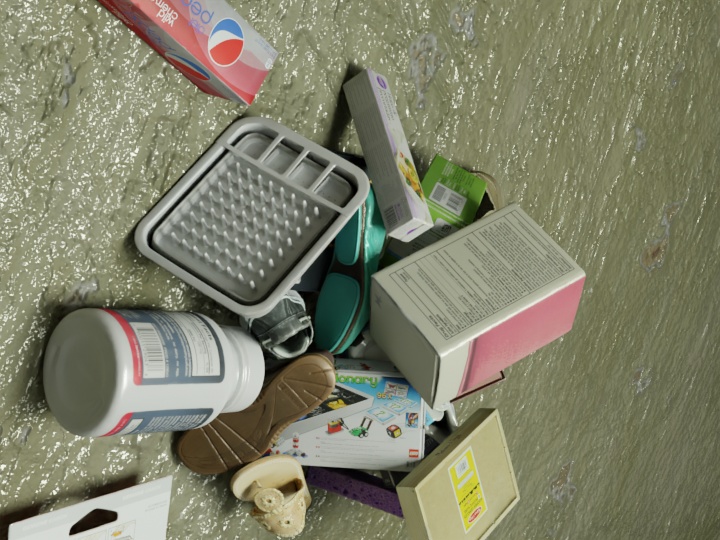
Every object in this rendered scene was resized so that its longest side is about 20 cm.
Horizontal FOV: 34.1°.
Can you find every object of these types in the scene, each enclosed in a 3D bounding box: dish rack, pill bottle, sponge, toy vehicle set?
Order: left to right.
[{"bbox_3d":[-0.195,0.098,1.148,0.200,0.120,0.120,5,101,-51],"label":"pill bottle"},{"bbox_3d":[-0.105,-0.050,1.167,0.200,0.172,0.044,-50,157,-24],"label":"dish rack"},{"bbox_3d":[0.042,0.282,1.444,0.112,0.200,0.030,23,82,-52],"label":"sponge"},{"bbox_3d":[0.117,0.257,1.358,0.200,0.026,0.124,-32,112,-51],"label":"toy vehicle set"}]

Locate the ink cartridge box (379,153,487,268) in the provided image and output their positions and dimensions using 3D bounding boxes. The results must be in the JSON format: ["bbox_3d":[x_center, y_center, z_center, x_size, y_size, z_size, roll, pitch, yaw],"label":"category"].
[{"bbox_3d":[0.064,-0.019,1.405,0.200,0.076,0.148,-60,180,27],"label":"ink cartridge box"}]

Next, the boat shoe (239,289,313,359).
[{"bbox_3d":[-0.087,0.062,1.240,0.072,0.071,0.200,-31,171,0],"label":"boat shoe"}]

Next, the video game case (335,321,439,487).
[{"bbox_3d":[0.037,0.144,1.439,0.143,0.019,0.200,-30,102,-54],"label":"video game case"}]

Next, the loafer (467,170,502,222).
[{"bbox_3d":[0.151,-0.039,1.488,0.067,0.076,0.200,29,44,-56],"label":"loafer"}]

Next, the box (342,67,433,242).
[{"bbox_3d":[0.029,-0.128,1.286,0.039,0.041,0.200,18,48,-50],"label":"box"}]

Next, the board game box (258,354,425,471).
[{"bbox_3d":[-0.026,0.162,1.331,0.035,0.200,0.126,-76,169,-68],"label":"board game box"}]

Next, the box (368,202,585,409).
[{"bbox_3d":[0.124,0.037,1.282,0.200,0.128,0.109,-27,147,-21],"label":"box"}]

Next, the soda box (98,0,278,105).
[{"bbox_3d":[-0.165,-0.232,1.083,0.200,0.070,0.063,38,77,-51],"label":"soda box"}]

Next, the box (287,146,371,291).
[{"bbox_3d":[-0.045,-0.057,1.320,0.200,0.046,0.159,5,102,-51],"label":"box"}]

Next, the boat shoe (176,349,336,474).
[{"bbox_3d":[-0.110,0.148,1.275,0.200,0.072,0.072,-38,101,11],"label":"boat shoe"}]

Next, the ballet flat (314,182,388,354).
[{"bbox_3d":[0.000,0.000,1.304,0.070,0.067,0.200,-3,107,-43],"label":"ballet flat"}]

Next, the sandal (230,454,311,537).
[{"bbox_3d":[-0.083,0.270,1.334,0.078,0.070,0.212,-32,157,-4],"label":"sandal"}]

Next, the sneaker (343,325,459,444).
[{"bbox_3d":[0.060,0.138,1.368,0.075,0.087,0.200,-41,126,9],"label":"sneaker"}]

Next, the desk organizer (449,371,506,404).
[{"bbox_3d":[0.111,0.065,1.434,0.072,0.200,0.077,-25,118,6],"label":"desk organizer"}]

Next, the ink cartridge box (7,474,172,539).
[{"bbox_3d":[-0.285,0.301,1.187,0.200,0.044,0.174,-9,112,-48],"label":"ink cartridge box"}]
